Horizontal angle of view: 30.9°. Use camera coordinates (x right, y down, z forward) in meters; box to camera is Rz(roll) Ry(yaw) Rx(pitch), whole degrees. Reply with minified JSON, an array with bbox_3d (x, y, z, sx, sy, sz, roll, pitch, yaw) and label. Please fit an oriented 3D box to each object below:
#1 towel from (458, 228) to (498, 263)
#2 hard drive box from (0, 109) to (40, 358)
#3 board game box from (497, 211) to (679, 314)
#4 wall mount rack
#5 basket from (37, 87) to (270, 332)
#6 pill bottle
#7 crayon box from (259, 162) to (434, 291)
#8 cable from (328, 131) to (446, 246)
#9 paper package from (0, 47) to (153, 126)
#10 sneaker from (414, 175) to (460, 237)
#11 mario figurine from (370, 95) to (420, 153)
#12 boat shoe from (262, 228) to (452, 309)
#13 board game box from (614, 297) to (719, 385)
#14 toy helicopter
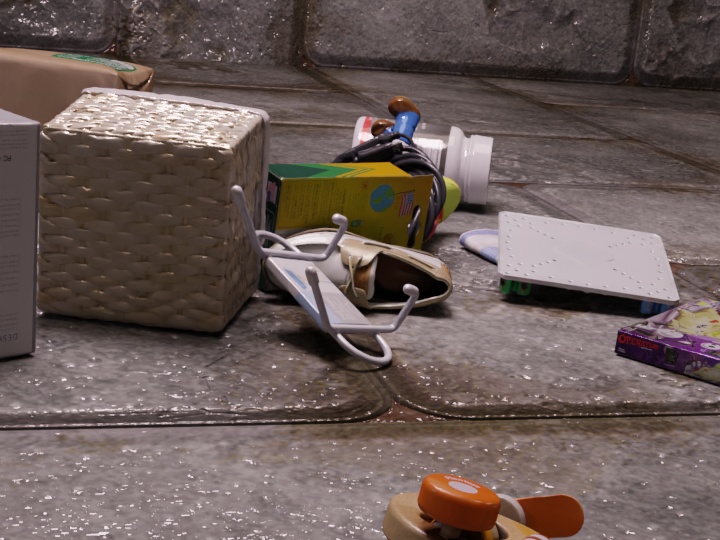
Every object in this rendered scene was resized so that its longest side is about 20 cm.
[{"bbox_3d":[0.229,-0.019,1.599,0.145,0.024,0.200,-4,18,-28],"label":"towel"},{"bbox_3d":[-0.349,-0.026,1.068,0.155,0.203,0.076,-7,19,-42],"label":"hard drive box"},{"bbox_3d":[0.255,-0.009,1.498,0.197,0.026,0.200,9,24,3],"label":"board game box"},{"bbox_3d":[-0.041,-0.003,1.188,0.173,0.075,0.200,7,32,-52],"label":"wall mount rack"},{"bbox_3d":[-0.197,-0.057,1.258,0.197,0.201,0.161,7,19,3],"label":"basket"},{"bbox_3d":[0.089,-0.155,1.878,0.197,0.115,0.114,7,15,6],"label":"pill bottle"},{"bbox_3d":[-0.020,-0.050,1.417,0.198,0.128,0.051,-3,23,-33],"label":"crayon box"},{"bbox_3d":[0.003,-0.073,1.545,0.198,0.051,0.164,-26,56,-1],"label":"cable"},{"bbox_3d":[-0.375,-0.176,1.643,0.198,0.193,0.103,11,16,16],"label":"paper package"},{"bbox_3d":[0.070,-0.066,1.628,0.090,0.079,0.199,17,30,38],"label":"sneaker"},{"bbox_3d":[0.026,-0.146,1.735,0.105,0.124,0.201,-1,47,10],"label":"mario figurine"},{"bbox_3d":[0.000,0.000,1.343,0.197,0.076,0.068,3,9,-13],"label":"boat shoe"},{"bbox_3d":[0.355,0.068,1.311,0.119,0.033,0.199,21,21,34],"label":"board game box"},{"bbox_3d":[0.109,0.173,0.782,0.198,0.080,0.132,16,5,-3],"label":"toy helicopter"}]
